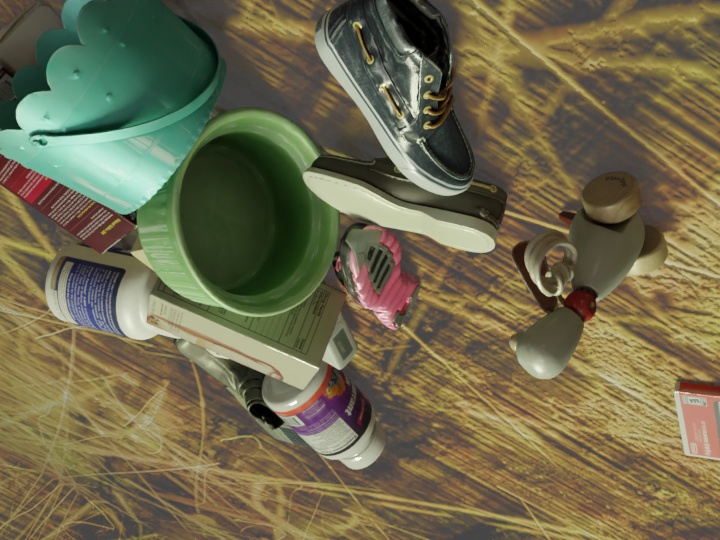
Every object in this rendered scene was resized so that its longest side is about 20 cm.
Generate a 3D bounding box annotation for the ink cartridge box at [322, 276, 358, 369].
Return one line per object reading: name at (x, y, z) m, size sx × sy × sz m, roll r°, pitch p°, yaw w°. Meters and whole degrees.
ink cartridge box at (-0.108, 0.036, 1.083) m, size 0.199 × 0.057 × 0.163 m, roll 28°, pitch 154°, yaw 38°

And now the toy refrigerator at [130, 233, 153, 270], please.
toy refrigerator at (-0.185, -0.041, 0.989) m, size 0.199 × 0.070 × 0.076 m, roll -8°, pitch 141°, yaw 42°

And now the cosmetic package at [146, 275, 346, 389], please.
cosmetic package at (-0.129, 0.043, 0.916) m, size 0.199 × 0.104 × 0.087 m, roll 25°, pitch 150°, yaw -5°

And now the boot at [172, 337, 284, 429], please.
boot at (-0.179, 0.154, 1.186) m, size 0.131 × 0.068 × 0.200 m, roll 49°, pitch -176°, yaw 40°

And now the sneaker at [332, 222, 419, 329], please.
sneaker at (0.000, 0.000, 0.898) m, size 0.095 × 0.079 × 0.200 m, roll 29°, pitch 166°, yaw 24°

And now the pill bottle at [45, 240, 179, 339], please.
pill bottle at (-0.327, 0.032, 1.136) m, size 0.198 × 0.120 × 0.120 m, roll 11°, pitch 145°, yaw 22°

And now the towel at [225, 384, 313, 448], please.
towel at (-0.113, 0.249, 1.388) m, size 0.191 × 0.035 × 0.201 m, roll 5°, pitch 144°, yaw 33°

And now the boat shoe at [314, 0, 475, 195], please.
boat shoe at (0.052, -0.145, 0.675) m, size 0.090 × 0.071 × 0.200 m, roll -12°, pitch 130°, yaw 49°

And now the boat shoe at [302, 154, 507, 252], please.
boat shoe at (0.043, -0.077, 0.790) m, size 0.200 × 0.061 × 0.072 m, roll 19°, pitch 161°, yaw 12°

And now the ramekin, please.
ramekin at (-0.125, -0.055, 0.814) m, size 0.097 × 0.201 × 0.200 m, roll -1°, pitch 140°, yaw 47°

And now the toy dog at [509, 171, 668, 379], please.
toy dog at (0.181, -0.003, 0.710) m, size 0.096 × 0.199 × 0.133 m, roll 11°, pitch 123°, yaw 50°

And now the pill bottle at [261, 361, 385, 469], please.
pill bottle at (-0.047, 0.209, 1.204) m, size 0.111 × 0.112 × 0.200 m, roll -6°, pitch 136°, yaw 39°

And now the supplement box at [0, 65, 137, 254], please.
supplement box at (-0.318, -0.109, 0.833) m, size 0.200 × 0.061 × 0.108 m, roll 39°, pitch 145°, yaw -23°

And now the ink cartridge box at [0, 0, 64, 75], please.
ink cartridge box at (-0.364, -0.184, 0.892) m, size 0.199 × 0.085 × 0.146 m, roll -12°, pitch 133°, yaw 44°

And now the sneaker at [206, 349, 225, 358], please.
sneaker at (-0.201, 0.058, 1.045) m, size 0.129 × 0.080 × 0.199 m, roll 21°, pitch 164°, yaw -24°

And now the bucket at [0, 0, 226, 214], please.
bucket at (-0.225, -0.161, 0.729) m, size 0.134 × 0.209 × 0.206 m, roll 34°, pitch 148°, yaw -31°

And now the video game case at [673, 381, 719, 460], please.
video game case at (0.462, 0.181, 0.906) m, size 0.198 × 0.018 × 0.143 m, roll 3°, pitch 140°, yaw 31°
